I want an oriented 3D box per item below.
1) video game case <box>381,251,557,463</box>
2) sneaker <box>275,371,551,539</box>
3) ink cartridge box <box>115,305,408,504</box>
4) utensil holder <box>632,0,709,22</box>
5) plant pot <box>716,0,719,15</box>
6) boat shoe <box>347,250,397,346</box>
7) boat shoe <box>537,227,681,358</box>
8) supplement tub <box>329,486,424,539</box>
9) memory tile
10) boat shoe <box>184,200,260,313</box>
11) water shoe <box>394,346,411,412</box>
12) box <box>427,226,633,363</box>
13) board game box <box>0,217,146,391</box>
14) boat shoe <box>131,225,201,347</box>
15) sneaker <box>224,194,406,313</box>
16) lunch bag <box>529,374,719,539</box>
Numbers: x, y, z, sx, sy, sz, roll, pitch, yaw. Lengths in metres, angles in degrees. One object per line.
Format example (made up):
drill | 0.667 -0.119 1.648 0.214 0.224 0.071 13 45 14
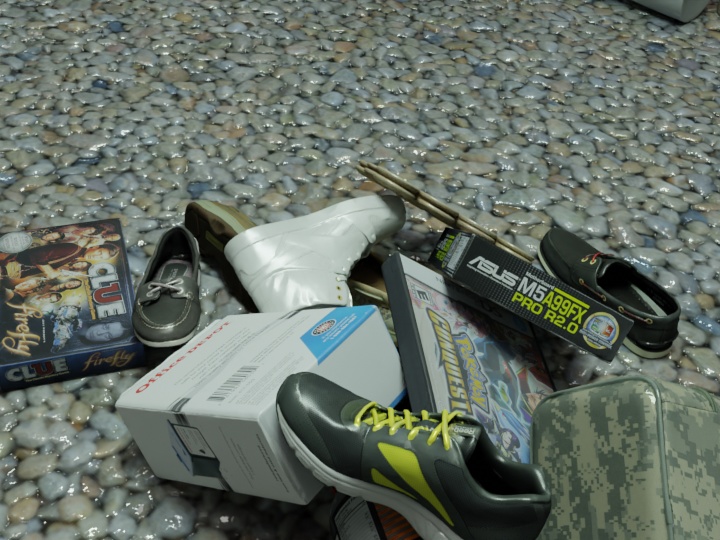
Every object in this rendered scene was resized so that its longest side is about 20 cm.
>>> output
video game case | 0.106 0.091 0.714 0.180 0.025 0.201 27 34 -31
sneaker | 0.038 0.117 0.557 0.199 0.085 0.075 32 32 5
ink cartridge box | -0.082 0.103 0.692 0.199 0.086 0.146 -8 25 45
utensil holder | 0.553 -0.572 1.558 0.169 0.171 0.200 -30 55 -35
plant pot | 0.786 -0.541 1.543 0.198 0.174 0.201 4 41 -4
boat shoe | 0.000 0.000 0.907 0.073 0.063 0.200 -28 51 -32
boat shoe | 0.275 0.009 0.933 0.073 0.063 0.202 -18 45 -22
supplement tub | 0.049 0.217 0.617 0.122 0.123 0.201 -8 43 -15
memory tile | 0.088 -0.063 0.916 0.199 0.017 0.153 28 5 -16
boat shoe | -0.116 -0.024 0.921 0.076 0.072 0.200 -12 42 -37
water shoe | 0.088 0.102 0.787 0.198 0.079 0.072 -2 41 -11
box | 0.151 0.016 0.804 0.159 0.044 0.200 28 4 -3
board game box | -0.301 0.027 0.862 0.135 0.035 0.201 -9 43 -17
boat shoe | -0.191 0.011 0.831 0.066 0.057 0.200 -6 22 -5
sneaker | -0.022 -0.001 0.830 0.199 0.074 0.116 -19 67 -26
lunch bag | 0.225 0.189 0.615 0.167 0.139 0.201 14 66 -29
